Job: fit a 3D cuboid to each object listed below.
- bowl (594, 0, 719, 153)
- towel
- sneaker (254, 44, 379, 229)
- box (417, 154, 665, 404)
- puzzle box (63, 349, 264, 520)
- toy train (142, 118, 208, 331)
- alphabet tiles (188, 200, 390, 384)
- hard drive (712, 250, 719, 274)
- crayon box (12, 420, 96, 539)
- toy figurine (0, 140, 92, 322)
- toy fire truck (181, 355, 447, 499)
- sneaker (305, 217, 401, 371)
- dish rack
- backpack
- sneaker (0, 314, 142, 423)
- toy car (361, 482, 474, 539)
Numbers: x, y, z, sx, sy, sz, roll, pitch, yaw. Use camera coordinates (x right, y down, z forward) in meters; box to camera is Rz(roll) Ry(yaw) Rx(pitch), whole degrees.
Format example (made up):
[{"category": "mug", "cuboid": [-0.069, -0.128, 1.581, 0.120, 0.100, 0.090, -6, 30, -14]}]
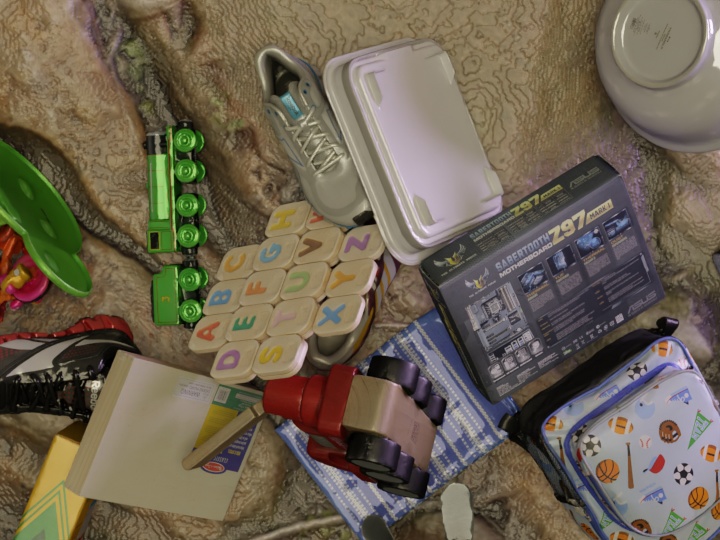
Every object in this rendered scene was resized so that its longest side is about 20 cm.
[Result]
[{"category": "bowl", "cuboid": [0.289, -0.210, 1.698, 0.201, 0.090, 0.202, 0, 89, 33]}, {"category": "towel", "cuboid": [0.039, 0.148, 1.786, 0.200, 0.024, 0.145, -37, 91, 1]}, {"category": "sneaker", "cuboid": [-0.049, -0.125, 1.708, 0.075, 0.087, 0.200, -34, 62, 6]}, {"category": "box", "cuboid": [0.169, 0.009, 1.721, 0.200, 0.051, 0.158, -32, 127, -7]}, {"category": "puzzle box", "cuboid": [-0.172, 0.154, 1.713, 0.025, 0.200, 0.133, 22, 91, 38]}, {"category": "toy train", "cuboid": [-0.175, -0.042, 1.773, 0.056, 0.042, 0.201, -2, 92, 10]}, {"category": "alphabet tiles", "cuboid": [-0.068, 0.015, 1.704, 0.015, 0.195, 0.200, 47, 49, -37]}, {"category": "hard drive", "cuboid": [0.438, 0.039, 1.775, 0.135, 0.042, 0.200, -31, 91, 1]}, {"category": "crayon box", "cuboid": [-0.276, 0.216, 1.735, 0.051, 0.126, 0.201, 23, 91, 0]}, {"category": "toy figurine", "cuboid": [-0.362, 0.005, 1.724, 0.184, 0.150, 0.200, -41, 61, 13]}, {"category": "toy fire truck", "cuboid": [-0.042, 0.146, 1.697, 0.199, 0.176, 0.129, 10, 75, 18]}, {"category": "sneaker", "cuboid": [0.000, 0.000, 1.748, 0.075, 0.090, 0.201, 17, 92, -1]}, {"category": "dish rack", "cuboid": [0.058, -0.117, 1.713, 0.043, 0.171, 0.201, -22, 91, 41]}, {"category": "backpack", "cuboid": [0.263, 0.172, 1.728, 0.200, 0.154, 0.191, -32, 107, -5]}, {"category": "sneaker", "cuboid": [-0.280, 0.098, 1.705, 0.200, 0.098, 0.071, -14, 126, -35]}, {"category": "toy car", "cuboid": [0.084, 0.299, 1.718, 0.164, 0.158, 0.201, -24, 96, 10]}]
